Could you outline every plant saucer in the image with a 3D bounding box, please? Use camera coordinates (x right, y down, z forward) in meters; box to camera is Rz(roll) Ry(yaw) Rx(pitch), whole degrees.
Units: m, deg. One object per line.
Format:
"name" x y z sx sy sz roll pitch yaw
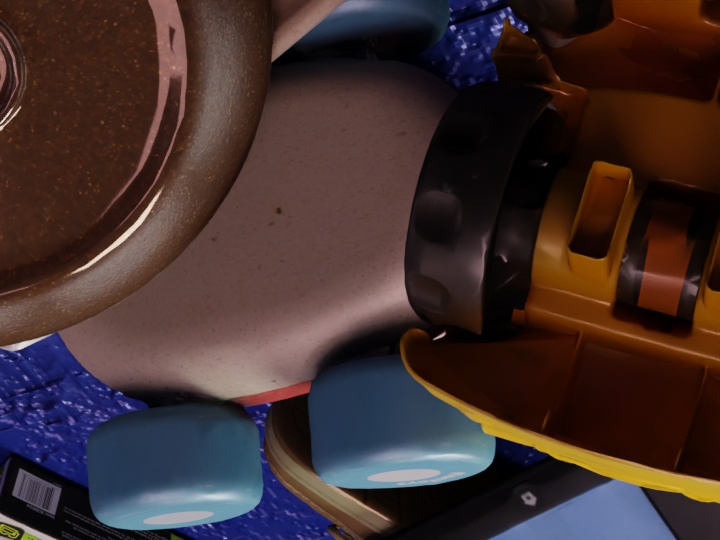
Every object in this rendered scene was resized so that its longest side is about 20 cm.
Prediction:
"plant saucer" -0.120 -0.062 0.560 0.199 0.037 0.202 -5 112 -12

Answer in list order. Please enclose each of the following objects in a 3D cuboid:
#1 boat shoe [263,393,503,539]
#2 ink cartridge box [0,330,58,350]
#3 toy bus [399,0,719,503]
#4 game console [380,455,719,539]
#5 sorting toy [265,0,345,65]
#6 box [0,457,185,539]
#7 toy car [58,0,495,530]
"boat shoe" 0.032 0.117 0.873 0.200 0.074 0.063 26 130 -28
"ink cartridge box" -0.178 -0.070 0.664 0.199 0.050 0.163 17 124 44
"toy bus" 0.106 -0.025 0.578 0.135 0.201 0.192 15 168 15
"game console" 0.116 0.152 0.787 0.199 0.031 0.177 -31 106 30
"sorting toy" -0.060 -0.168 0.583 0.185 0.037 0.200 -35 101 36
"box" -0.119 0.174 0.981 0.199 0.035 0.110 28 133 -20
"toy car" 0.000 0.000 0.719 0.176 0.186 0.200 -13 163 25
